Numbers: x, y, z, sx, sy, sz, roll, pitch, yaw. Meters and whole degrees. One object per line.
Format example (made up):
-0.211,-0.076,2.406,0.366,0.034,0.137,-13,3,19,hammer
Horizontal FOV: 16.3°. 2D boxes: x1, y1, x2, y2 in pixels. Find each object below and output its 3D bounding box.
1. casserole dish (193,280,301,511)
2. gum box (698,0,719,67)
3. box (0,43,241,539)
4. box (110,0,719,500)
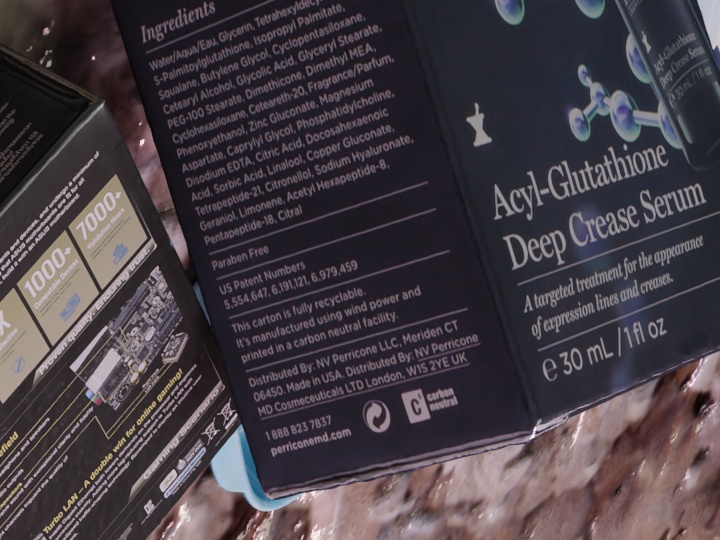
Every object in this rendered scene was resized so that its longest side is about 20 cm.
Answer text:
0.000,0.000,0.928,0.200,0.039,0.121,-43,147,-29,casserole dish
0.138,-0.101,1.052,0.170,0.045,0.200,-55,150,-11,gum box
-0.140,0.054,0.701,0.200,0.086,0.164,-51,150,-20,box
0.024,-0.053,0.748,0.148,0.107,0.200,-19,91,-50,box
